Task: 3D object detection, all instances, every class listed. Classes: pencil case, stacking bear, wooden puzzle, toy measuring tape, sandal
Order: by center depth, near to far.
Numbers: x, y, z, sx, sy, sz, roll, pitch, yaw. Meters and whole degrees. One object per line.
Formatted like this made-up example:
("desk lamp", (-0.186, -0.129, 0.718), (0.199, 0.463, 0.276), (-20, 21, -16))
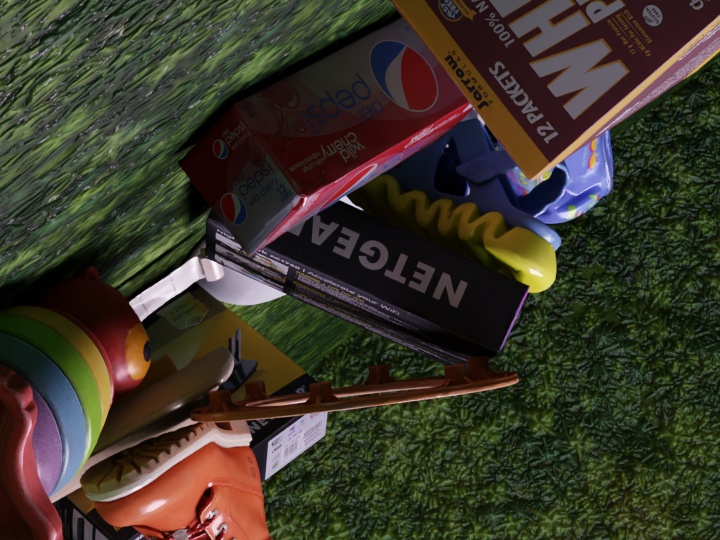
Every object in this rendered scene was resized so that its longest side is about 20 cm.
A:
("stacking bear", (-0.185, 0.068, 1.347), (0.113, 0.122, 0.200), (0, -157, 22))
("wooden puzzle", (-0.172, 0.107, 1.486), (0.184, 0.037, 0.200), (-28, 175, -15))
("sandal", (0.056, -0.060, 1.507), (0.087, 0.199, 0.080), (-58, 153, -11))
("toy measuring tape", (-0.160, 0.055, 1.573), (0.199, 0.074, 0.074), (-33, 174, -20))
("pencil case", (0.133, -0.117, 1.606), (0.078, 0.087, 0.201), (-50, 153, -29))

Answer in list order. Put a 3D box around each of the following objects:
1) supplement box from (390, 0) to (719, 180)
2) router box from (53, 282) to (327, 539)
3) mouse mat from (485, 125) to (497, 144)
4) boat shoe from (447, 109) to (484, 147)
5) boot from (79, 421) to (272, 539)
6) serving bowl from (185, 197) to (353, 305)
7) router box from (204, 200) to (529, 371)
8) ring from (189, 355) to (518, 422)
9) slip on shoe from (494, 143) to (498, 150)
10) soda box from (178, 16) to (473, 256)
("supplement box", (0.163, -0.184, 1.340), (0.200, 0.133, 0.197), (-33, 174, -46))
("router box", (-0.145, 0.105, 1.650), (0.200, 0.157, 0.052), (-35, 149, -32))
("mouse mat", (0.120, -0.140, 1.816), (0.200, 0.008, 0.160), (-34, -160, -33))
("boat shoe", (0.059, -0.116, 1.611), (0.063, 0.071, 0.200), (-49, 171, -3))
("boot", (-0.102, 0.148, 1.448), (0.075, 0.108, 0.200), (-19, 175, 17))
("serving bowl", (-0.032, -0.036, 1.736), (0.200, 0.066, 0.200), (-37, 175, -4))
("router box", (0.000, 0.000, 1.508), (0.149, 0.199, 0.051), (117, -3, -81))
("ring", (-0.005, 0.070, 1.427), (0.199, 0.019, 0.200), (-8, 179, 0))
("slip on shoe", (0.113, -0.080, 1.763), (0.076, 0.061, 0.200), (-9, -157, 39))
("soda box", (-0.011, -0.085, 1.374), (0.200, 0.070, 0.063), (-33, 175, -48))
